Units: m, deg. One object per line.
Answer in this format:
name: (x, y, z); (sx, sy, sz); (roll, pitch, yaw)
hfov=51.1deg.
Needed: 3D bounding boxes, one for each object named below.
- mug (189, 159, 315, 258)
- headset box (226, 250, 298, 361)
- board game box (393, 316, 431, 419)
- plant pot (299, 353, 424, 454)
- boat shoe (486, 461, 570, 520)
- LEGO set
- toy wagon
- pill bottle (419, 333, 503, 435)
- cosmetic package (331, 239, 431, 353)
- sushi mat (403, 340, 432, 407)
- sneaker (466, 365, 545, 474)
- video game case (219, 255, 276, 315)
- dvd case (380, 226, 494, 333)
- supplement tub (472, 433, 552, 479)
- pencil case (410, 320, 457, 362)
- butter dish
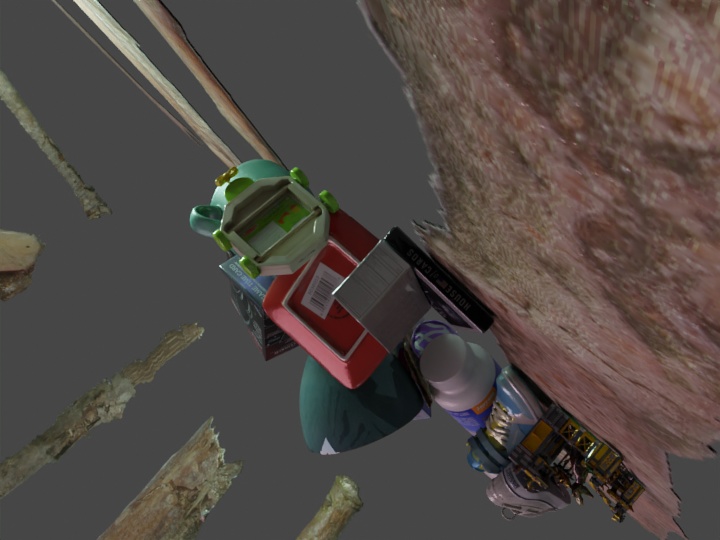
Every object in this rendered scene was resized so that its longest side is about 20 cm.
mug: (-0.151, -0.071, 1.159); (0.114, 0.185, 0.153); (35, 157, 39)
headset box: (-0.170, 0.051, 1.331); (0.150, 0.076, 0.201); (56, 156, 27)
board game box: (0.079, 0.149, 1.400); (0.200, 0.041, 0.202); (49, -145, -53)
plant pot: (-0.015, 0.177, 1.181); (0.200, 0.198, 0.136); (-158, 47, -80)
boat shoe: (0.251, 0.347, 1.161); (0.201, 0.086, 0.075); (23, -147, -51)
LEGO set: (0.297, 0.290, 1.055); (0.154, 0.116, 0.200); (40, 177, 37)
toy wagon: (-0.130, -0.078, 1.045); (0.200, 0.155, 0.040); (40, 163, 34)
pill bottle: (0.176, 0.184, 1.190); (0.112, 0.112, 0.200); (38, 175, 48)
cosmetic package: (0.030, 0.036, 0.889); (0.051, 0.083, 0.200); (43, 176, 19)
sushi mat: (0.093, 0.166, 1.244); (0.200, 0.012, 0.097); (21, -137, -87)
sneaker: (0.206, 0.234, 1.115); (0.080, 0.130, 0.201); (55, 175, 48)
video game case: (-0.112, -0.023, 1.222); (0.143, 0.199, 0.019); (38, 155, 41)
dvd case: (0.081, 0.014, 0.906); (0.150, 0.025, 0.200); (43, 176, 0)
supplement tub: (0.274, 0.310, 1.353); (0.145, 0.145, 0.200); (41, 176, 17)
pencil case: (0.147, 0.148, 1.365); (0.084, 0.085, 0.200); (4, 166, 16)
butter dish: (-0.007, 0.032, 1.107); (0.199, 0.201, 0.148); (40, -160, 12)
